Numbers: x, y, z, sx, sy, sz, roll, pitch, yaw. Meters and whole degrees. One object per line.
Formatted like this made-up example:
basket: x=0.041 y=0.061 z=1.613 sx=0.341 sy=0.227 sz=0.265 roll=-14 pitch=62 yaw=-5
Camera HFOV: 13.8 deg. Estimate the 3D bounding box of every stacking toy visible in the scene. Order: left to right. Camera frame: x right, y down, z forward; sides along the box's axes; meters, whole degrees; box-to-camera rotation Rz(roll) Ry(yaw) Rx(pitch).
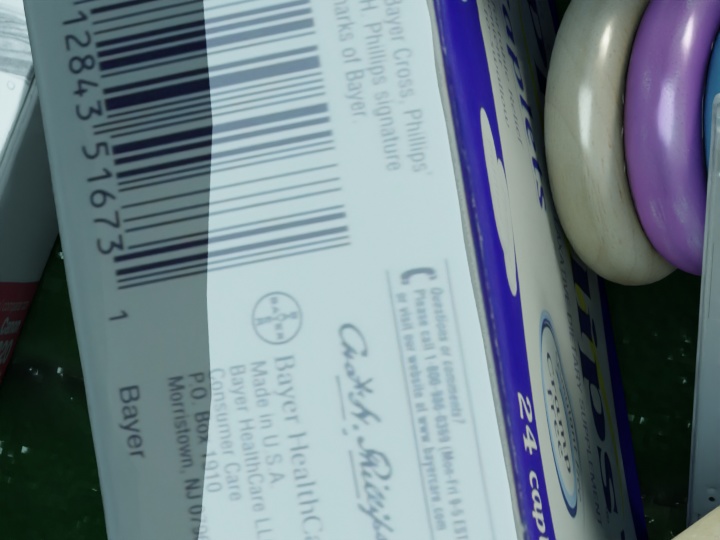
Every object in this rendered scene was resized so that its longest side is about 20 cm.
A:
stacking toy: x=0.149 y=-0.038 z=0.733 sx=0.199 sy=0.085 sz=0.086 roll=1 pitch=89 yaw=30

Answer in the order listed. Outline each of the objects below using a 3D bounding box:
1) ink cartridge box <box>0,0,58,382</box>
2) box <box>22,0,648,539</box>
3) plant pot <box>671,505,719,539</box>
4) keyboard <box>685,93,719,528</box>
ink cartridge box: x=-0.144 y=-0.076 z=0.856 sx=0.145 sy=0.085 sz=0.201 roll=22 pitch=95 yaw=10
box: x=0.000 y=0.000 z=0.768 sx=0.104 sy=0.200 sz=0.185 roll=-10 pitch=87 yaw=11
plant pot: x=0.156 y=0.132 z=0.669 sx=0.199 sy=0.177 sz=0.200 roll=-11 pitch=120 yaw=45
keyboard: x=0.114 y=0.022 z=0.763 sx=0.056 sy=0.200 sz=0.011 roll=5 pitch=56 yaw=7
